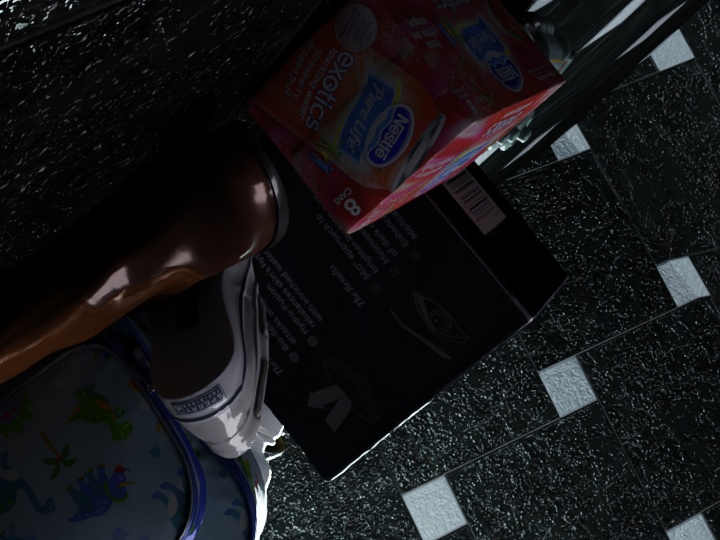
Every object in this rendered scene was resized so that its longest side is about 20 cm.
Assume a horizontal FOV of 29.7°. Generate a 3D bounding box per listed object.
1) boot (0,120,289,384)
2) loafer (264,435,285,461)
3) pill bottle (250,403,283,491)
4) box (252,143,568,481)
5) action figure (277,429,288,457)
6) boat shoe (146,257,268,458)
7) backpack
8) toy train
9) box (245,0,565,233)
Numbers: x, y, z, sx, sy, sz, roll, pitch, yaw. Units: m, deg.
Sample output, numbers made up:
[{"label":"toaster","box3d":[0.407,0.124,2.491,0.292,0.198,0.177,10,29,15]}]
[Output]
[{"label":"boot","box3d":[-0.146,0.005,0.704,0.199,0.069,0.188,-31,-174,-31]},{"label":"loafer","box3d":[-0.123,0.089,1.072,0.072,0.200,0.073,-10,-131,17]},{"label":"pill bottle","box3d":[-0.133,0.165,0.976,0.201,0.113,0.113,-63,180,-8]},{"label":"box","box3d":[0.000,0.000,0.940,0.200,0.197,0.117,-40,177,26]},{"label":"action figure","box3d":[-0.074,0.066,1.133,0.069,0.129,0.202,-27,128,-61]},{"label":"boat shoe","box3d":[-0.092,0.035,0.833,0.073,0.066,0.201,-19,-146,12]},{"label":"backpack","box3d":[-0.162,0.139,0.845,0.183,0.200,0.147,-38,-175,1]},{"label":"toy train","box3d":[0.121,-0.164,1.140,0.114,0.085,0.200,-53,171,15]},{"label":"box","box3d":[0.033,-0.104,0.789,0.100,0.096,0.200,-40,177,25]}]
